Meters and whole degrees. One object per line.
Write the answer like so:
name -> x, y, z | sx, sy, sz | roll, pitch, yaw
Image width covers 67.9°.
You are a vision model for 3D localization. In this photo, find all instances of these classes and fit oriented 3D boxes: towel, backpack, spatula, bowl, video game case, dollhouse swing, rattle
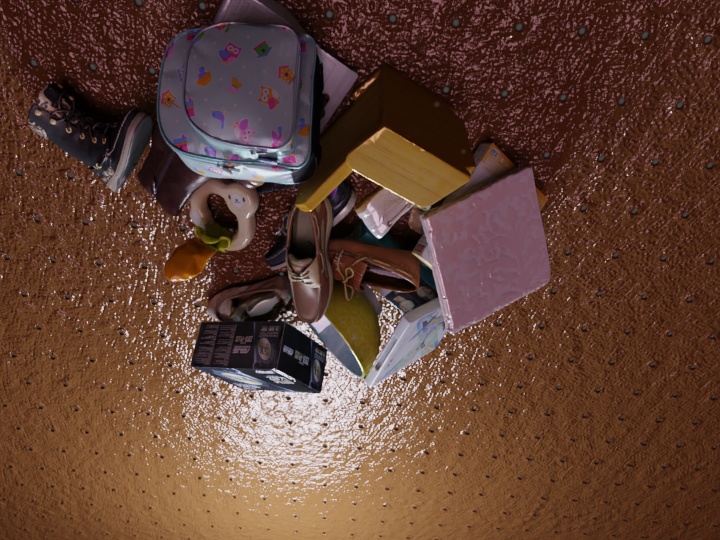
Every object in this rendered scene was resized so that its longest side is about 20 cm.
towel -> 0.192, -0.030, 0.803 | 0.195, 0.032, 0.197 | -24, 110, -15
backpack -> -0.149, -0.203, 0.655 | 0.192, 0.153, 0.183 | 3, 88, 5
spatula -> -0.127, -0.133, 0.843 | 0.193, 0.020, 0.059 | -1, 100, 24
bowl -> -0.024, 0.079, 0.960 | 0.107, 0.198, 0.203 | -41, 126, -17
video game case -> 0.110, 0.115, 0.966 | 0.022, 0.197, 0.185 | 46, 132, 23
dollhouse swing -> 0.030, -0.147, 0.734 | 0.178, 0.203, 0.177 | 25, 126, -17
rattle -> -0.224, -0.092, 0.817 | 0.198, 0.141, 0.133 | -34, 84, 43

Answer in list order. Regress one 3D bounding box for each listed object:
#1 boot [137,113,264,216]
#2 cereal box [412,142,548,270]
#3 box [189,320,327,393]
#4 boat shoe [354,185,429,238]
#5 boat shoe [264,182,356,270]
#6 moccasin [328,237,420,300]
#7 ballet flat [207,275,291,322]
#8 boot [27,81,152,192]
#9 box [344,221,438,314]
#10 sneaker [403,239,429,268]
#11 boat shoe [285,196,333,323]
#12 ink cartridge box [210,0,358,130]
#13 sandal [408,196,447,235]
boot -> -0.238, -0.145, 0.793 | 0.200, 0.072, 0.168 | 43, 119, 10
cereal box -> 0.187, -0.070, 0.831 | 0.142, 0.039, 0.203 | 33, 89, -24
box -> -0.184, 0.163, 0.997 | 0.194, 0.089, 0.164 | -3, 153, 26
boat shoe -> 0.082, -0.121, 0.787 | 0.198, 0.071, 0.070 | -38, 102, -13
boat shoe -> -0.094, -0.077, 0.876 | 0.198, 0.076, 0.062 | -36, 122, 25
moccasin -> 0.000, 0.001, 0.865 | 0.194, 0.080, 0.075 | 11, 140, -4
ballet flat -> -0.213, 0.064, 0.997 | 0.195, 0.068, 0.069 | -22, 122, 19
boot -> -0.386, -0.203, 0.764 | 0.149, 0.075, 0.198 | 37, 152, -19
box -> 0.055, 0.001, 0.948 | 0.198, 0.050, 0.082 | 38, 121, -24
sneaker -> 0.172, -0.036, 0.916 | 0.193, 0.076, 0.091 | 16, 99, -1
boat shoe -> -0.085, -0.017, 0.808 | 0.073, 0.074, 0.207 | 7, 109, 19
ink cartridge box -> -0.124, -0.275, 0.749 | 0.196, 0.051, 0.163 | 25, 125, -28
sandal -> 0.099, -0.100, 0.871 | 0.210, 0.079, 0.069 | 41, 154, -17
